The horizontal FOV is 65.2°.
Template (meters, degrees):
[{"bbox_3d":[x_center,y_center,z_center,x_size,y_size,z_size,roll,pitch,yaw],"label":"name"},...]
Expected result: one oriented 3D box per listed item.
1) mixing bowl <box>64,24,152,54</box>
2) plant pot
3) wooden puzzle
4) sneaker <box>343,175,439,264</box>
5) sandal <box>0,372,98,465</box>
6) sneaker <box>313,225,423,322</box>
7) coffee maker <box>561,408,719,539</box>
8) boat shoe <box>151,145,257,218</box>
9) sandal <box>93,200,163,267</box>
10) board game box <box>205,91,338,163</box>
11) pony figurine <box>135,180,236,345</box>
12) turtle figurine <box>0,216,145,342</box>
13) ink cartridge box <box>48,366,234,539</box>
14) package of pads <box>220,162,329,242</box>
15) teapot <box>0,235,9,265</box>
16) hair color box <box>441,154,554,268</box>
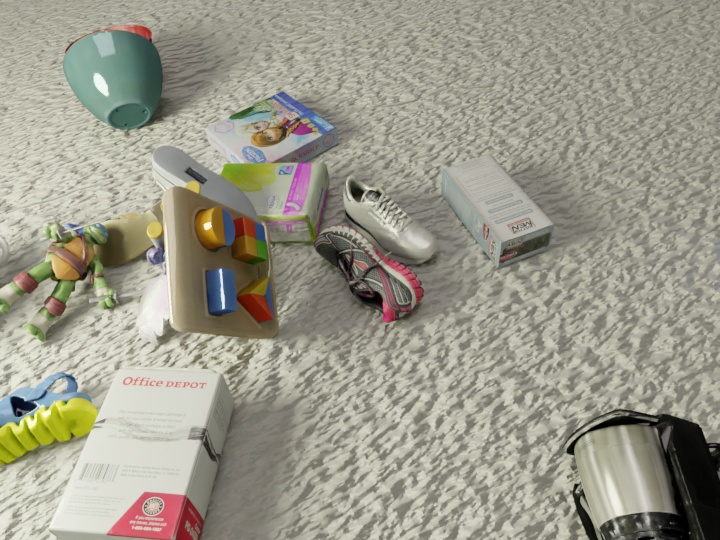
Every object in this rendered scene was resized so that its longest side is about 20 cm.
[{"bbox_3d":[-0.573,-0.486,1.327,0.197,0.109,0.202,-4,43,3],"label":"mixing bowl"},{"bbox_3d":[-0.509,-0.384,1.199,0.198,0.200,0.136,-20,76,-12],"label":"plant pot"},{"bbox_3d":[-0.175,-0.006,0.766,0.046,0.199,0.188,-14,76,25],"label":"wooden puzzle"},{"bbox_3d":[0.045,-0.083,0.928,0.199,0.081,0.076,33,56,28],"label":"sneaker"},{"bbox_3d":[-0.447,0.192,0.735,0.197,0.080,0.087,-13,44,-17],"label":"sandal"},{"bbox_3d":[0.000,0.000,0.857,0.199,0.081,0.075,33,60,29],"label":"sneaker"},{"bbox_3d":[0.318,0.258,0.556,0.189,0.136,0.202,-1,48,3],"label":"coffee maker"},{"bbox_3d":[-0.251,-0.119,0.909,0.200,0.065,0.074,41,52,3],"label":"boat shoe"},{"bbox_3d":[-0.378,-0.067,0.971,0.209,0.079,0.070,-23,8,9],"label":"sandal"},{"bbox_3d":[-0.181,-0.274,1.147,0.198,0.041,0.200,-34,53,-23],"label":"board game box"},{"bbox_3d":[-0.253,-0.002,0.833,0.164,0.201,0.196,0,63,-3],"label":"pony figurine"},{"bbox_3d":[-0.437,0.007,0.846,0.198,0.145,0.195,28,65,19],"label":"turtle figurine"},{"bbox_3d":[-0.247,0.225,0.675,0.143,0.084,0.202,1,48,7],"label":"ink cartridge box"},{"bbox_3d":[-0.162,-0.119,0.987,0.197,0.069,0.156,0,48,10],"label":"package of pads"},{"bbox_3d":[-0.641,0.027,0.852,0.145,0.197,0.203,22,88,-22],"label":"teapot"},{"bbox_3d":[0.223,-0.105,0.943,0.098,0.061,0.201,-18,48,-11],"label":"hair color box"}]
